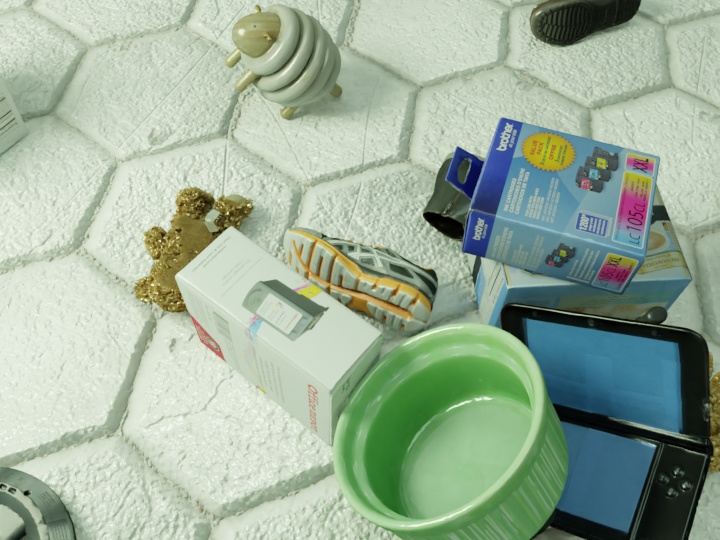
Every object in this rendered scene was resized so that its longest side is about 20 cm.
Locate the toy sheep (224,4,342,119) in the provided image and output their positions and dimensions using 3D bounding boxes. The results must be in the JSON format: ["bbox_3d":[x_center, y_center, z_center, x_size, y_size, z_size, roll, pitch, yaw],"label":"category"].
[{"bbox_3d":[-0.095,-0.284,0.957,0.137,0.200,0.139,-9,74,34],"label":"toy sheep"}]

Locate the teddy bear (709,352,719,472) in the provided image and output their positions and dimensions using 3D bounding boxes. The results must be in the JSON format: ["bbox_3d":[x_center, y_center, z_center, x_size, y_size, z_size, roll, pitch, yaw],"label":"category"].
[{"bbox_3d":[0.327,0.152,0.723,0.199,0.067,0.145,-24,58,-17],"label":"teddy bear"}]

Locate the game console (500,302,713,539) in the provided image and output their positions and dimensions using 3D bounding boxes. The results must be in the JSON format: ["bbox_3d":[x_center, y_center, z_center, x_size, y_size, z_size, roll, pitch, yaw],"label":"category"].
[{"bbox_3d":[0.203,0.142,0.646,0.199,0.119,0.173,7,59,43],"label":"game console"}]

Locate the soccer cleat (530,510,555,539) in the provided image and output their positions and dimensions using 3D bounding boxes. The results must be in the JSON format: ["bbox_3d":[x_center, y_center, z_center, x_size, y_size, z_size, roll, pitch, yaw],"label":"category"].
[{"bbox_3d":[0.096,0.276,0.634,0.199,0.068,0.081,-30,70,-1],"label":"soccer cleat"}]

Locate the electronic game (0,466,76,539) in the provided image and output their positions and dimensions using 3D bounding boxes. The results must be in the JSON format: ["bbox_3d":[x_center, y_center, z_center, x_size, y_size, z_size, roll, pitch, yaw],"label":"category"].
[{"bbox_3d":[-0.361,0.277,0.637,0.199,0.042,0.201,2,55,-2],"label":"electronic game"}]

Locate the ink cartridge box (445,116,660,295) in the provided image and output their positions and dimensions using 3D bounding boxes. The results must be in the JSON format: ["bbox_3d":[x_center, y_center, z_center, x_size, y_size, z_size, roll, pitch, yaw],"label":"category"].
[{"bbox_3d":[0.186,-0.071,0.713,0.199,0.077,0.137,15,58,11],"label":"ink cartridge box"}]

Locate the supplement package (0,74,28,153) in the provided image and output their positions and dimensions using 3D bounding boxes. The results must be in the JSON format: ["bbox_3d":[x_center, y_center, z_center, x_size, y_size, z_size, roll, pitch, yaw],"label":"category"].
[{"bbox_3d":[-0.553,-0.231,0.873,0.151,0.200,0.151,29,59,16],"label":"supplement package"}]

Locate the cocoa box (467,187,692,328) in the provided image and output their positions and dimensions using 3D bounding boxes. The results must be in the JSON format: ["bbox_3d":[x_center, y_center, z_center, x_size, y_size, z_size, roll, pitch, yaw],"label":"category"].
[{"bbox_3d":[0.237,-0.005,0.794,0.199,0.134,0.132,-3,57,-4],"label":"cocoa box"}]

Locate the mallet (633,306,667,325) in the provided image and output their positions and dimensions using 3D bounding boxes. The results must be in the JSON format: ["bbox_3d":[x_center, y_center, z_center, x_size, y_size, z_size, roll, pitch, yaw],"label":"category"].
[{"bbox_3d":[0.243,0.077,0.706,0.066,0.200,0.041,-26,74,-6],"label":"mallet"}]

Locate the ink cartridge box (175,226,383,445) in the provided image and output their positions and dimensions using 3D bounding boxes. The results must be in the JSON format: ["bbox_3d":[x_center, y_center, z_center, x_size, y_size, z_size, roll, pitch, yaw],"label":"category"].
[{"bbox_3d":[-0.081,0.069,0.725,0.199,0.148,0.086,33,62,17],"label":"ink cartridge box"}]

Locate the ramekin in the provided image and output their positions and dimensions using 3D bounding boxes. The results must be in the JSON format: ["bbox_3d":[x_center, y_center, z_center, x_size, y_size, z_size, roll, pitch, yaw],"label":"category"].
[{"bbox_3d":[0.084,0.154,0.622,0.199,0.098,0.201,-24,36,19],"label":"ramekin"}]

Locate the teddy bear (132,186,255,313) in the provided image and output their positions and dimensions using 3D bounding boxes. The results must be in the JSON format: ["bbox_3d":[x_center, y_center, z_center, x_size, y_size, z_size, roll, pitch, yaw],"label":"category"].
[{"bbox_3d":[-0.194,-0.026,0.842,0.144,0.067,0.201,0,49,-13],"label":"teddy bear"}]

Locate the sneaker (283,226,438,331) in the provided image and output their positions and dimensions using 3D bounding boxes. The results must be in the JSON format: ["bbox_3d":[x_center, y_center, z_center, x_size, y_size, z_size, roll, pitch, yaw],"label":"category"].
[{"bbox_3d":[0.000,0.000,0.825,0.199,0.079,0.077,28,46,11],"label":"sneaker"}]

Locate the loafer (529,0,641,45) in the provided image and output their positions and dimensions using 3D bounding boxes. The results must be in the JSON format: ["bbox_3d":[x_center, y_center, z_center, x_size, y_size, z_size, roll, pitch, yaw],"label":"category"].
[{"bbox_3d":[0.347,-0.413,1.118,0.199,0.073,0.071,-16,48,-18],"label":"loafer"}]

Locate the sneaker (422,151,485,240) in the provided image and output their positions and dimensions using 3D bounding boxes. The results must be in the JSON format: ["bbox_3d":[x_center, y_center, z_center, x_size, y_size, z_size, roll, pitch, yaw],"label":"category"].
[{"bbox_3d":[0.183,-0.074,0.883,0.199,0.075,0.107,16,61,19],"label":"sneaker"}]
